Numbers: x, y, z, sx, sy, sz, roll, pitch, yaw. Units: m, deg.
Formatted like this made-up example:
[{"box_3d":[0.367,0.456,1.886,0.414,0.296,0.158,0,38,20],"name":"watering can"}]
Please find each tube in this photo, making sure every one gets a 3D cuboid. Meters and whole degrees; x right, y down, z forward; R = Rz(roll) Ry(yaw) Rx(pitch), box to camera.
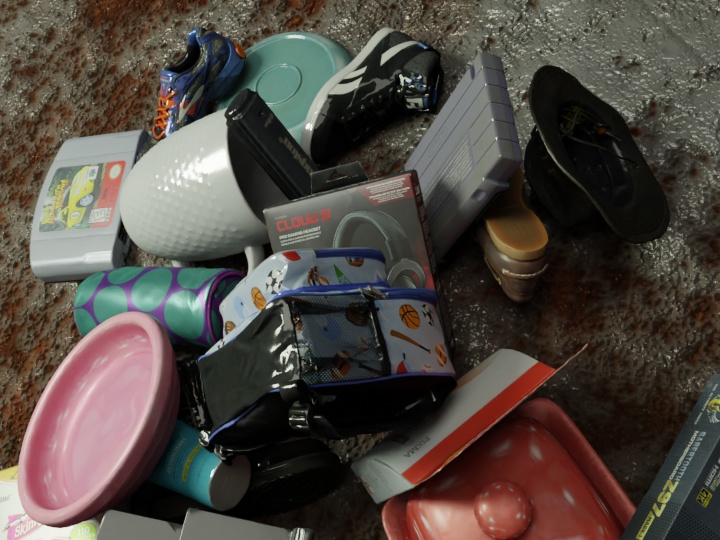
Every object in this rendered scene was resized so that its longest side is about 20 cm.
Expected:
[{"box_3d":[-0.186,0.165,0.783,0.197,0.051,0.078,11,64,38],"name":"tube"}]

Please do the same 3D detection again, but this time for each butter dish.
[{"box_3d":[0.122,0.207,0.679,0.198,0.148,0.201,-33,57,-2],"name":"butter dish"}]

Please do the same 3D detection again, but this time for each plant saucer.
[{"box_3d":[-0.101,-0.227,1.062,0.196,0.028,0.204,-8,60,14],"name":"plant saucer"},{"box_3d":[-0.233,0.138,0.775,0.198,0.051,0.204,-27,44,29],"name":"plant saucer"}]

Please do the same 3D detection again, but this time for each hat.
[{"box_3d":[0.214,-0.100,0.843,0.081,0.198,0.204,-38,49,39],"name":"hat"}]

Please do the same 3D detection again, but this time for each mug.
[{"box_3d":[-0.167,-0.060,0.933,0.172,0.147,0.204,-16,87,25],"name":"mug"}]

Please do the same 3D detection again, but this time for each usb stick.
[{"box_3d":[-0.067,-0.101,0.889,0.032,0.201,0.056,-14,38,40],"name":"usb stick"}]

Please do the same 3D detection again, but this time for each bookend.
[{"box_3d":[-0.141,0.252,0.677,0.194,0.201,0.094,12,62,1],"name":"bookend"}]

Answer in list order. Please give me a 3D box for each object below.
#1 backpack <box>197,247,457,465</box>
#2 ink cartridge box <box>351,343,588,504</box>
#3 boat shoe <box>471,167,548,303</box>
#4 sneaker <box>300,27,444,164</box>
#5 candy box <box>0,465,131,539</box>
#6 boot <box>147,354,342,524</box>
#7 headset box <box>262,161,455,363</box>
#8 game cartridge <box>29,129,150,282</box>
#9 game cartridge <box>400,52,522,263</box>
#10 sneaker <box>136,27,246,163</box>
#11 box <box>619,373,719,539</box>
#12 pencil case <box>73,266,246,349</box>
[{"box_3d":[-0.023,0.070,0.693,0.199,0.187,0.158,-30,59,54],"name":"backpack"},{"box_3d":[0.080,0.117,0.693,0.161,0.201,0.050,-34,77,-22],"name":"ink cartridge box"},{"box_3d":[0.140,-0.051,0.858,0.069,0.071,0.202,-6,39,0],"name":"boat shoe"},{"box_3d":[0.024,-0.194,0.975,0.111,0.073,0.202,26,71,29],"name":"sneaker"},{"box_3d":[-0.294,0.285,0.821,0.134,0.061,0.203,-17,58,8],"name":"candy box"},{"box_3d":[-0.125,0.155,0.827,0.207,0.080,0.161,-15,58,10],"name":"boot"},{"box_3d":[0.000,0.000,0.815,0.145,0.077,0.205,-12,97,10],"name":"headset box"},{"box_3d":[-0.340,-0.084,1.055,0.130,0.041,0.204,-7,60,19],"name":"game cartridge"},{"box_3d":[0.094,-0.098,0.843,0.038,0.201,0.132,4,59,-23],"name":"game cartridge"},{"box_3d":[-0.225,-0.213,1.047,0.075,0.078,0.203,23,82,44],"name":"sneaker"},{"box_3d":[0.288,0.206,0.636,0.157,0.051,0.201,40,76,-10],"name":"box"},{"box_3d":[-0.206,0.043,0.894,0.196,0.093,0.086,0,45,31],"name":"pencil case"}]
